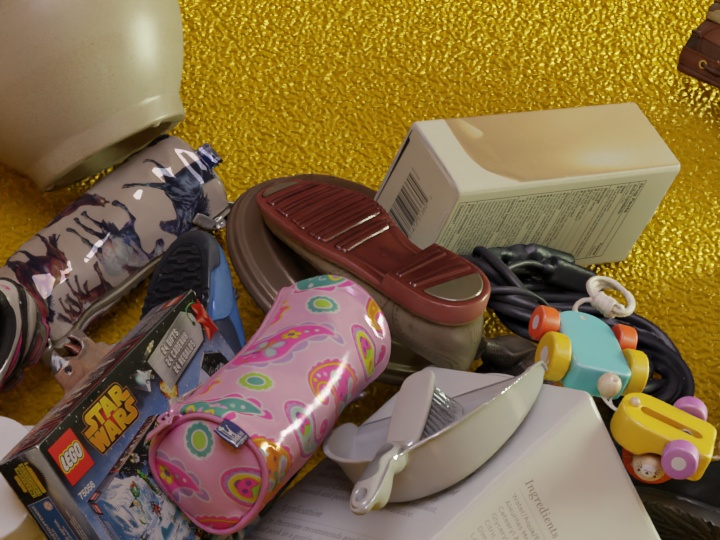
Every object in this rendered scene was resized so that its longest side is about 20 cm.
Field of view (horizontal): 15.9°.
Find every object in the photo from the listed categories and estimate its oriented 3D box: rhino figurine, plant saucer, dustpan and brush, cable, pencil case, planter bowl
[{"bbox_3d":[0.154,0.107,1.759,0.200,0.087,0.060,32,99,17],"label":"rhino figurine"},{"bbox_3d":[0.000,0.000,1.797,0.199,0.030,0.200,24,33,-17],"label":"plant saucer"},{"bbox_3d":[0.028,0.104,1.518,0.139,0.057,0.200,-19,23,21],"label":"dustpan and brush"},{"bbox_3d":[0.141,0.041,1.752,0.051,0.200,0.163,-52,55,16],"label":"cable"},{"bbox_3d":[-0.177,-0.013,1.820,0.089,0.078,0.200,28,56,33],"label":"pencil case"},{"bbox_3d":[-0.054,0.077,1.567,0.087,0.088,0.200,25,34,14],"label":"pencil case"},{"bbox_3d":[-0.207,-0.141,1.857,0.200,0.200,0.135,-28,88,-22],"label":"planter bowl"}]

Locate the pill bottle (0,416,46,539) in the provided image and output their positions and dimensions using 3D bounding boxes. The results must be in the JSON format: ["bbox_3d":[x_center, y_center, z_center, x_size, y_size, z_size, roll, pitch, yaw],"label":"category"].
[{"bbox_3d":[-0.198,0.163,1.606,0.112,0.200,0.113,-7,64,15],"label":"pill bottle"}]

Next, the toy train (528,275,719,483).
[{"bbox_3d":[0.193,0.088,1.631,0.200,0.056,0.150,38,31,24],"label":"toy train"}]

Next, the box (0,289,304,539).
[{"bbox_3d":[-0.122,0.117,1.560,0.137,0.040,0.200,58,35,-11],"label":"box"}]

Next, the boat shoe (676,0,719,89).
[{"bbox_3d":[0.325,-0.119,1.945,0.200,0.072,0.068,41,95,13],"label":"boat shoe"}]

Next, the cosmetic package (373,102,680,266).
[{"bbox_3d":[0.114,-0.054,1.819,0.199,0.105,0.071,-7,51,-35],"label":"cosmetic package"}]

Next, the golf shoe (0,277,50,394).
[{"bbox_3d":[-0.278,0.094,1.698,0.072,0.092,0.201,25,86,12],"label":"golf shoe"}]

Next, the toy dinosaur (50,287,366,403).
[{"bbox_3d":[-0.103,0.086,1.754,0.199,0.086,0.136,23,56,7],"label":"toy dinosaur"}]

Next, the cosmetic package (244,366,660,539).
[{"bbox_3d":[0.059,0.187,1.605,0.200,0.165,0.165,-39,26,-27],"label":"cosmetic package"}]

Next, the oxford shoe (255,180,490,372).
[{"bbox_3d":[0.001,0.005,1.712,0.070,0.075,0.200,-24,43,-34],"label":"oxford shoe"}]

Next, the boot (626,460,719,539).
[{"bbox_3d":[0.248,0.097,1.705,0.164,0.066,0.201,13,56,5],"label":"boot"}]

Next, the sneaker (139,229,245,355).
[{"bbox_3d":[-0.098,0.076,1.696,0.078,0.066,0.201,13,69,-44],"label":"sneaker"}]
